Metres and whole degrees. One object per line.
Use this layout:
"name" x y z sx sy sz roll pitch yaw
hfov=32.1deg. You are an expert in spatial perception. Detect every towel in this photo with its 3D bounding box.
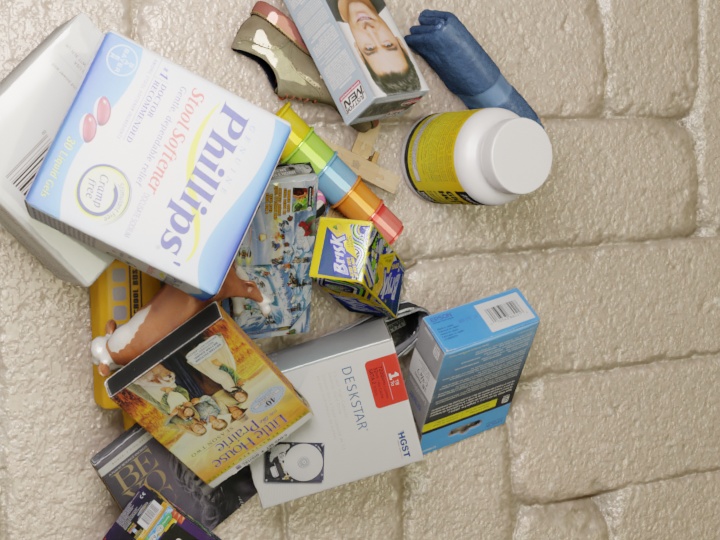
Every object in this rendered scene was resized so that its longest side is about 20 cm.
"towel" 0.141 -0.230 1.531 0.049 0.111 0.200 -45 112 -6

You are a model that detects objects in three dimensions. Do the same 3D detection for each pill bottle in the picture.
"pill bottle" 0.138 -0.134 1.487 0.111 0.199 0.115 -2 95 -26

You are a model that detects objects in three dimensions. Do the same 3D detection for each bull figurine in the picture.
"bull figurine" -0.190 0.058 1.309 0.200 0.065 0.121 -45 130 14

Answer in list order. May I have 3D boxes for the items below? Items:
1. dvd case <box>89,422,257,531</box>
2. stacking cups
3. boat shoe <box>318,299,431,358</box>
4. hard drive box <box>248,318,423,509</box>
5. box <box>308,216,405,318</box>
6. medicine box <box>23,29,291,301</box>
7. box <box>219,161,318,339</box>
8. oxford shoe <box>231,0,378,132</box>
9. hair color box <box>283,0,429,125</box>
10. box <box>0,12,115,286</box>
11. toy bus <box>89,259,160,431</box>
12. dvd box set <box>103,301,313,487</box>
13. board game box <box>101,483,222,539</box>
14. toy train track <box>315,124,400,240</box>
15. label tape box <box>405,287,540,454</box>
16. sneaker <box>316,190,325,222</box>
"dvd case" -0.202 0.230 1.397 0.148 0.016 0.202 -38 133 -19
"stacking cups" -0.034 -0.102 1.448 0.200 0.060 0.061 46 74 -11
"boat shoe" 0.002 0.101 1.508 0.198 0.068 0.073 -29 106 -22
"hard drive box" -0.042 0.164 1.445 0.197 0.077 0.158 -17 105 -2
"box" 0.000 0.000 1.422 0.063 0.200 0.071 8 79 15
"medicine box" -0.194 -0.097 1.204 0.198 0.103 0.185 26 81 -9
"box" -0.119 -0.016 1.349 0.135 0.040 0.203 -6 125 -17
"oxford shoe" -0.066 -0.219 1.456 0.199 0.070 0.075 40 79 -13
"hair color box" -0.012 -0.271 1.422 0.098 0.060 0.202 -16 76 -45
"box" -0.301 -0.123 1.303 0.199 0.130 0.201 47 73 -22
"toy bus" -0.253 0.086 1.379 0.077 0.065 0.204 -4 95 -26
"dvd box set" -0.156 0.137 1.324 0.145 0.030 0.201 -34 133 3
"board game box" -0.239 0.360 1.376 0.201 0.056 0.166 -53 138 -12
"toy train track" -0.025 -0.085 1.495 0.113 0.032 0.203 25 75 -15
"label tape box" 0.131 0.128 1.565 0.142 0.064 0.202 -16 141 -25
"sneaker" -0.114 -0.015 1.432 0.199 0.074 0.088 -39 124 -4
